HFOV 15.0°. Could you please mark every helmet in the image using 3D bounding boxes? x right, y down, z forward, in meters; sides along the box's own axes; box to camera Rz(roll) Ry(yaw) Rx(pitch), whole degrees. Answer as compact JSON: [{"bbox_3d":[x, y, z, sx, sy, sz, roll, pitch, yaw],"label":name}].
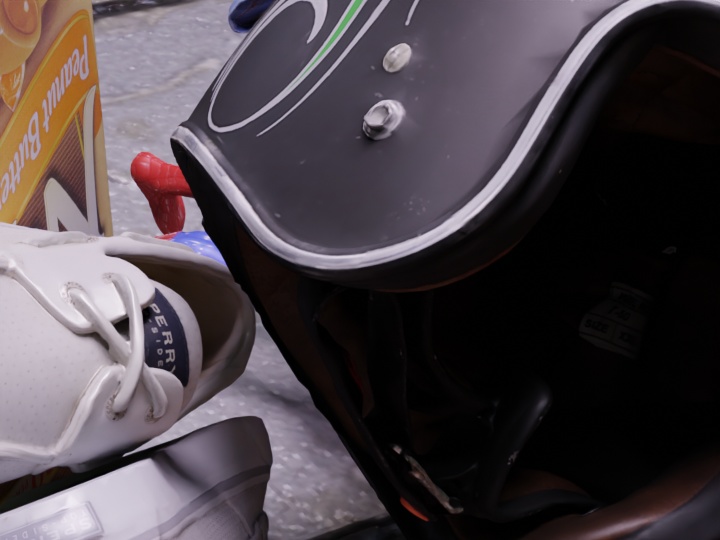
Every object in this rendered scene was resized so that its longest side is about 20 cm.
[{"bbox_3d":[0.068,-0.024,0.696,0.190,0.201,0.200,-33,43,-6],"label":"helmet"}]

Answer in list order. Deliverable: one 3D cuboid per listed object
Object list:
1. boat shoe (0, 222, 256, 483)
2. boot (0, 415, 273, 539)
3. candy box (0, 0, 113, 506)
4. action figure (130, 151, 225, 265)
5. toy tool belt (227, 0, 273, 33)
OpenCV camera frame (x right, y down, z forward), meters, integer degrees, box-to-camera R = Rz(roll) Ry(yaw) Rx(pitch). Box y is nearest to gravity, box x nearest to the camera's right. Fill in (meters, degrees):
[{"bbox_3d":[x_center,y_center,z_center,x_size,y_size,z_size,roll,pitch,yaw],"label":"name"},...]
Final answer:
[{"bbox_3d":[-0.076,0.019,0.686,0.069,0.071,0.200,-7,-2,16],"label":"boat shoe"},{"bbox_3d":[-0.053,0.097,0.728,0.073,0.096,0.200,-20,0,10],"label":"boot"},{"bbox_3d":[-0.118,-0.022,0.767,0.055,0.201,0.116,8,30,20],"label":"candy box"},{"bbox_3d":[0.000,0.000,0.853,0.199,0.052,0.065,6,41,40],"label":"action figure"},{"bbox_3d":[0.003,-0.099,0.982,0.124,0.123,0.200,-21,20,26],"label":"toy tool belt"}]
